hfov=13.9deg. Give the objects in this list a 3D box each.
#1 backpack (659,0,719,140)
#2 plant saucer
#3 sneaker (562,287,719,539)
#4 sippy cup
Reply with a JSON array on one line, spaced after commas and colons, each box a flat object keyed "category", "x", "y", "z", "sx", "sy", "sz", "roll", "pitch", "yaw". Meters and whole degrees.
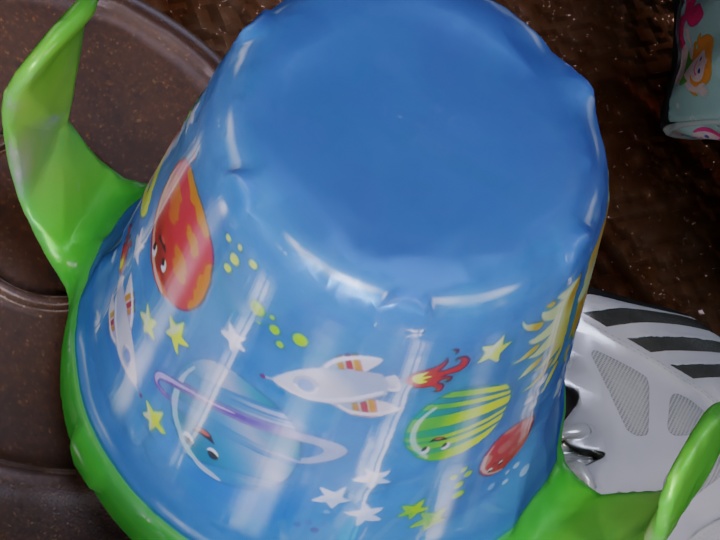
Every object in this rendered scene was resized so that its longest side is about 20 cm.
[{"category": "backpack", "x": 0.198, "y": -0.071, "z": 0.875, "sx": 0.177, "sy": 0.200, "sz": 0.152, "roll": -6, "pitch": 87, "yaw": -29}, {"category": "plant saucer", "x": -0.090, "y": -0.007, "z": 0.803, "sx": 0.199, "sy": 0.034, "sz": 0.201, "roll": 12, "pitch": 60, "yaw": -21}, {"category": "sneaker", "x": 0.054, "y": 0.079, "z": 0.812, "sx": 0.115, "sy": 0.076, "sz": 0.200, "roll": 41, "pitch": 46, "yaw": 10}, {"category": "sippy cup", "x": 0.000, "y": 0.000, "z": 0.729, "sx": 0.177, "sy": 0.131, "sz": 0.140, "roll": 4, "pitch": 59, "yaw": -13}]
